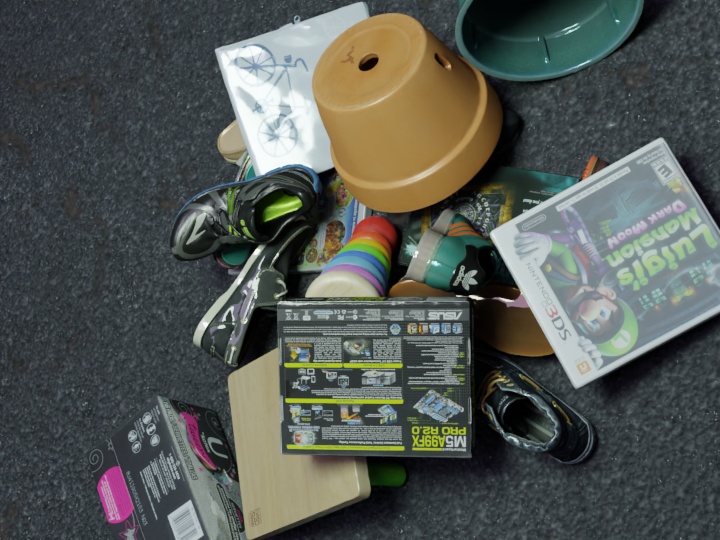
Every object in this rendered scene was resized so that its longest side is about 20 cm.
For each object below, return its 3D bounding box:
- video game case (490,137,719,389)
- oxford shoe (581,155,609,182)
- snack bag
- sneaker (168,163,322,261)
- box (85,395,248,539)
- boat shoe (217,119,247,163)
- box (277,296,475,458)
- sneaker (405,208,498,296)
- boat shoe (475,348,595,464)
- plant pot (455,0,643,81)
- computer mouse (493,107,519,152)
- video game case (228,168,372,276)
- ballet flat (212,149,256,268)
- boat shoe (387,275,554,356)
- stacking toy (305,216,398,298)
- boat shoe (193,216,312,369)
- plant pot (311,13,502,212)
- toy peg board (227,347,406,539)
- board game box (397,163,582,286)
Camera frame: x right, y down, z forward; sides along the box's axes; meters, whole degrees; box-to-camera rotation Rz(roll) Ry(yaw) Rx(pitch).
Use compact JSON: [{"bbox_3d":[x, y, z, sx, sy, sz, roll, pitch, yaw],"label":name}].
[{"bbox_3d":[0.258,-0.008,1.279,0.200,0.023,0.182,-29,76,4],"label":"video game case"},{"bbox_3d":[0.256,-0.020,1.330,0.072,0.071,0.201,1,79,13],"label":"oxford shoe"},{"bbox_3d":[-0.056,-0.212,1.543,0.200,0.021,0.189,-20,86,4],"label":"snack bag"},{"bbox_3d":[-0.140,-0.064,1.505,0.199,0.071,0.083,-22,24,14],"label":"sneaker"},{"bbox_3d":[-0.216,0.271,1.522,0.132,0.115,0.200,-37,60,18],"label":"box"},{"bbox_3d":[-0.108,-0.197,1.618,0.200,0.069,0.074,-24,63,26],"label":"boat shoe"},{"bbox_3d":[0.016,0.108,1.313,0.199,0.044,0.161,-1,95,10],"label":"box"},{"bbox_3d":[0.102,-0.011,1.330,0.080,0.200,0.072,25,106,6],"label":"sneaker"},{"bbox_3d":[0.147,0.130,1.332,0.200,0.091,0.071,29,93,37],"label":"boat shoe"},{"bbox_3d":[0.188,-0.345,1.399,0.200,0.200,0.196,-24,55,26],"label":"plant pot"},{"bbox_3d":[0.088,-0.130,1.447,0.200,0.034,0.059,-30,44,0],"label":"computer mouse"},{"bbox_3d":[-0.073,-0.066,1.587,0.200,0.018,0.144,-3,74,34],"label":"video game case"},{"bbox_3d":[-0.136,-0.098,1.594,0.071,0.069,0.200,28,93,56],"label":"ballet flat"},{"bbox_3d":[0.131,0.041,1.380,0.200,0.070,0.071,16,100,18],"label":"boat shoe"},{"bbox_3d":[0.000,0.000,1.431,0.085,0.200,0.086,5,117,10],"label":"stacking toy"},{"bbox_3d":[-0.114,0.025,1.533,0.068,0.072,0.200,33,83,19],"label":"boat shoe"},{"bbox_3d":[0.038,-0.183,1.406,0.200,0.140,0.200,-17,50,21],"label":"plant pot"},{"bbox_3d":[-0.044,0.186,1.460,0.199,0.098,0.200,-31,59,41],"label":"toy peg board"},{"bbox_3d":[0.143,-0.050,1.428,0.200,0.028,0.136,13,84,36],"label":"board game box"}]
